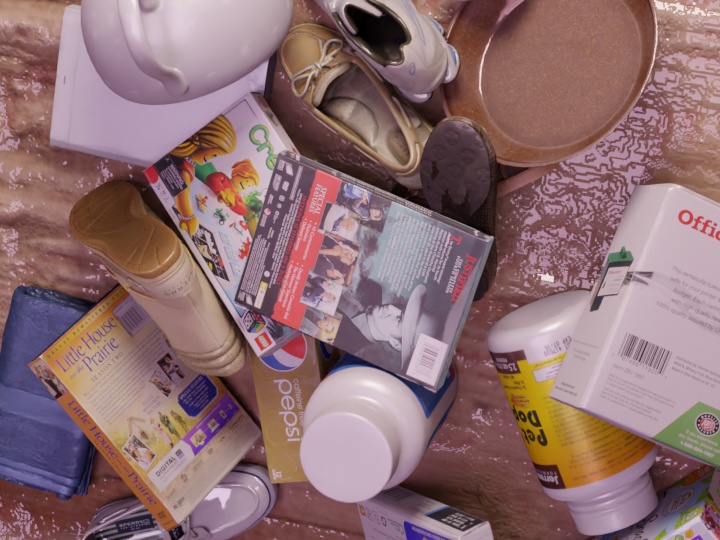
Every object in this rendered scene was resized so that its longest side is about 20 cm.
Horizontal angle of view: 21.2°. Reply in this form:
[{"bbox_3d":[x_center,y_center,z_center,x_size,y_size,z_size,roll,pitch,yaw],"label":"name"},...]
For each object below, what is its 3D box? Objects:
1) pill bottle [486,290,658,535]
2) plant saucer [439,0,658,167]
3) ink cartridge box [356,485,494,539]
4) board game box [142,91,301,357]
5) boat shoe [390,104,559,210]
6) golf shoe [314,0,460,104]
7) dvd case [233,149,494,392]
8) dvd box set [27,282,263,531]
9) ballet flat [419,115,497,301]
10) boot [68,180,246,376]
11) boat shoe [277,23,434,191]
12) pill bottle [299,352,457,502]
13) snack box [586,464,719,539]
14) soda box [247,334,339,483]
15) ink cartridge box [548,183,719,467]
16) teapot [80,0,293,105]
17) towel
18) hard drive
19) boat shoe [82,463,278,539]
[{"bbox_3d":[0.193,0.127,1.691,0.109,0.109,0.201,-19,100,19],"label":"pill bottle"},{"bbox_3d":[0.161,-0.177,1.609,0.200,0.037,0.201,-10,69,27],"label":"plant saucer"},{"bbox_3d":[0.075,0.305,1.746,0.043,0.198,0.201,-19,104,-25],"label":"ink cartridge box"},{"bbox_3d":[-0.089,-0.041,1.703,0.126,0.035,0.200,-35,83,15],"label":"board game box"},{"bbox_3d":[0.074,-0.083,1.684,0.199,0.070,0.071,-27,105,12],"label":"boat shoe"},{"bbox_3d":[0.002,-0.231,1.625,0.078,0.097,0.200,-48,67,13],"label":"golf shoe"},{"bbox_3d":[0.000,0.000,1.637,0.199,0.022,0.147,23,110,15],"label":"dvd case"},{"bbox_3d":[-0.195,0.120,1.771,0.200,0.146,0.029,51,135,-8],"label":"dvd box set"},{"bbox_3d":[0.091,-0.057,1.622,0.067,0.046,0.201,15,138,23],"label":"ballet flat"},{"bbox_3d":[-0.183,0.008,1.757,0.073,0.200,0.156,-41,125,-11],"label":"boot"},{"bbox_3d":[-0.006,-0.147,1.659,0.073,0.063,0.201,-46,66,12],"label":"boat shoe"},{"bbox_3d":[0.013,0.127,1.691,0.112,0.200,0.113,4,107,14],"label":"pill bottle"},{"bbox_3d":[0.242,0.258,1.698,0.200,0.142,0.053,-36,94,22],"label":"snack box"},{"bbox_3d":[-0.058,0.092,1.774,0.067,0.064,0.201,-4,105,17],"label":"soda box"},{"bbox_3d":[0.268,0.044,1.605,0.146,0.084,0.201,24,87,-15],"label":"ink cartridge box"},{"bbox_3d":[-0.160,-0.243,1.621,0.200,0.197,0.146,25,146,47],"label":"teapot"},{"bbox_3d":[-0.300,0.117,1.856,0.111,0.049,0.201,17,110,10],"label":"towel"},{"bbox_3d":[-0.182,-0.158,1.755,0.199,0.026,0.133,14,109,12],"label":"hard drive"},{"bbox_3d":[-0.175,0.243,1.848,0.199,0.067,0.074,-20,100,20],"label":"boat shoe"}]
